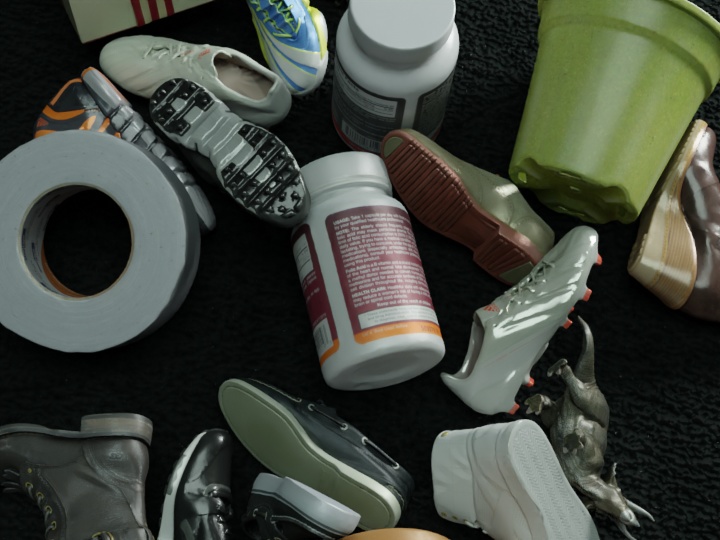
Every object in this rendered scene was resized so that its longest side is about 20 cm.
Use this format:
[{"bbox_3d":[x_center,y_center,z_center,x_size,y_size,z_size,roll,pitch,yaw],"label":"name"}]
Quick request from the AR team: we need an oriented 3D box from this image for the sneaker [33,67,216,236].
[{"bbox_3d":[-0.235,-0.089,1.210,0.112,0.078,0.200,-41,84,1],"label":"sneaker"}]

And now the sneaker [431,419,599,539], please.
[{"bbox_3d":[0.134,0.221,1.100,0.074,0.116,0.200,-34,106,-42],"label":"sneaker"}]

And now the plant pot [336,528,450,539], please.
[{"bbox_3d":[0.024,0.301,1.004,0.200,0.200,0.140,-4,51,-5],"label":"plant pot"}]

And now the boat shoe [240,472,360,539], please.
[{"bbox_3d":[-0.054,0.207,1.030,0.069,0.200,0.057,29,77,-12],"label":"boat shoe"}]

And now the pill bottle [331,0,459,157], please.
[{"bbox_3d":[0.033,-0.197,1.193,0.116,0.200,0.116,1,67,-3],"label":"pill bottle"}]

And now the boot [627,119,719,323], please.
[{"bbox_3d":[0.359,-0.035,1.230,0.166,0.072,0.200,26,67,-5],"label":"boot"}]

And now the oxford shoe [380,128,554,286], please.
[{"bbox_3d":[0.104,-0.071,1.210,0.200,0.071,0.074,44,49,-8],"label":"oxford shoe"}]

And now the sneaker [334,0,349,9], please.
[{"bbox_3d":[-0.037,-0.352,1.325,0.200,0.066,0.091,39,73,14],"label":"sneaker"}]

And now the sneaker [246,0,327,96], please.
[{"bbox_3d":[-0.096,-0.272,1.248,0.076,0.105,0.200,-16,85,31],"label":"sneaker"}]

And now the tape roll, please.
[{"bbox_3d":[-0.250,-0.026,1.140,0.200,0.066,0.200,0,90,5],"label":"tape roll"}]

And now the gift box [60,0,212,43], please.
[{"bbox_3d":[-0.256,-0.368,1.239,0.184,0.187,0.200,-25,54,-15],"label":"gift box"}]

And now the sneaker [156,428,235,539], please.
[{"bbox_3d":[-0.126,0.237,1.065,0.088,0.076,0.200,10,75,21],"label":"sneaker"}]

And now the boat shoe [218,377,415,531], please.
[{"bbox_3d":[-0.035,0.152,1.120,0.199,0.075,0.066,31,40,18],"label":"boat shoe"}]

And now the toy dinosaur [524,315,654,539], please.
[{"bbox_3d":[0.194,0.142,1.133,0.077,0.102,0.200,-23,52,26],"label":"toy dinosaur"}]

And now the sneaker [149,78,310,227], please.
[{"bbox_3d":[-0.110,-0.100,1.168,0.066,0.091,0.200,-46,63,-7],"label":"sneaker"}]

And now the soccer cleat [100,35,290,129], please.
[{"bbox_3d":[-0.163,-0.198,1.240,0.200,0.078,0.069,18,69,5],"label":"soccer cleat"}]

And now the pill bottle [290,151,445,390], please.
[{"bbox_3d":[0.000,0.000,1.157,0.114,0.114,0.200,-11,69,-8],"label":"pill bottle"}]

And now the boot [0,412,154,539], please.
[{"bbox_3d":[-0.254,0.216,1.047,0.200,0.069,0.174,-12,62,14],"label":"boot"}]

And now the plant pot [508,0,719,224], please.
[{"bbox_3d":[0.234,-0.151,1.206,0.200,0.200,0.184,22,79,6],"label":"plant pot"}]

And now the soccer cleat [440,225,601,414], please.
[{"bbox_3d":[0.149,0.039,1.149,0.078,0.069,0.200,31,89,-7],"label":"soccer cleat"}]
